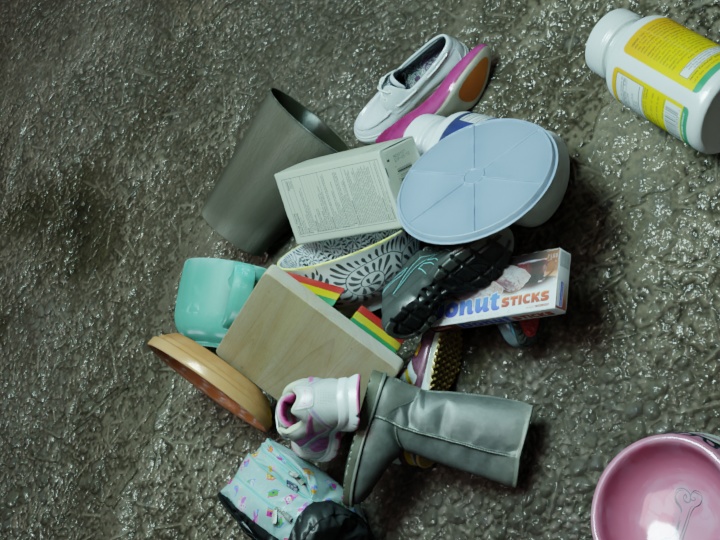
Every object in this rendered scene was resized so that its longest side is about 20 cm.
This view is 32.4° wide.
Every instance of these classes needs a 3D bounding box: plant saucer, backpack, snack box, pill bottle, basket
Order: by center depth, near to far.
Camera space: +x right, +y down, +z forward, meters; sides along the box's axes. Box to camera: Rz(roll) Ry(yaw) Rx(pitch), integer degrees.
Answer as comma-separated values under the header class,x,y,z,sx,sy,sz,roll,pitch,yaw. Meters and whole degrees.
class,x,y,z,sx,sy,sz,roll,pitch,yaw
snack box,0.156,0.025,1.441,0.199,0.024,0.072,-12,63,45
pill bottle,0.358,-0.227,1.441,0.113,0.113,0.200,-54,49,6
backpack,-0.080,0.303,1.543,0.127,0.167,0.200,-48,44,-12
pill bottle,0.151,-0.134,1.557,0.199,0.119,0.120,20,84,41
plant saucer,-0.195,0.144,1.661,0.199,0.200,0.038,25,73,41
basket,-0.126,-0.132,1.768,0.200,0.136,0.180,-53,41,12

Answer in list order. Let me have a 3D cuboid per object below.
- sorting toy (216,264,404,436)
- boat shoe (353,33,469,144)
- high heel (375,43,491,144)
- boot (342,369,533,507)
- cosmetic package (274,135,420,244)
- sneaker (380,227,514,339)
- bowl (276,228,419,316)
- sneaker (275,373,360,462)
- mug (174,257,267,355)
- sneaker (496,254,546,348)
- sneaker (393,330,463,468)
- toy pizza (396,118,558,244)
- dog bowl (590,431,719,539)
class,x,y,z,sx,sy,sz,roll,pitch,yaw
sorting toy,-0.057,0.092,1.556,0.070,0.198,0.200,-54,0,-41
boat shoe,0.060,-0.252,1.711,0.199,0.068,0.072,-32,55,23
high heel,0.097,-0.230,1.679,0.096,0.067,0.201,39,108,36
boot,0.088,0.216,1.452,0.198,0.073,0.183,16,102,1
cosmetic package,-0.009,-0.101,1.597,0.199,0.073,0.104,-6,107,46
sneaker,0.093,-0.003,1.450,0.200,0.075,0.080,-38,41,27
bowl,0.000,0.000,1.609,0.200,0.201,0.095,-13,104,33
sneaker,-0.062,0.171,1.483,0.200,0.087,0.082,119,155,-59
mug,-0.185,0.054,1.697,0.151,0.185,0.115,5,77,22
sneaker,0.159,0.028,1.527,0.096,0.079,0.201,-52,43,31
sneaker,0.064,0.140,1.538,0.090,0.075,0.202,5,74,33
toy pizza,0.136,-0.098,1.427,0.199,0.032,0.201,-19,40,17
dog bowl,0.327,0.259,1.284,0.199,0.074,0.202,-15,63,32
